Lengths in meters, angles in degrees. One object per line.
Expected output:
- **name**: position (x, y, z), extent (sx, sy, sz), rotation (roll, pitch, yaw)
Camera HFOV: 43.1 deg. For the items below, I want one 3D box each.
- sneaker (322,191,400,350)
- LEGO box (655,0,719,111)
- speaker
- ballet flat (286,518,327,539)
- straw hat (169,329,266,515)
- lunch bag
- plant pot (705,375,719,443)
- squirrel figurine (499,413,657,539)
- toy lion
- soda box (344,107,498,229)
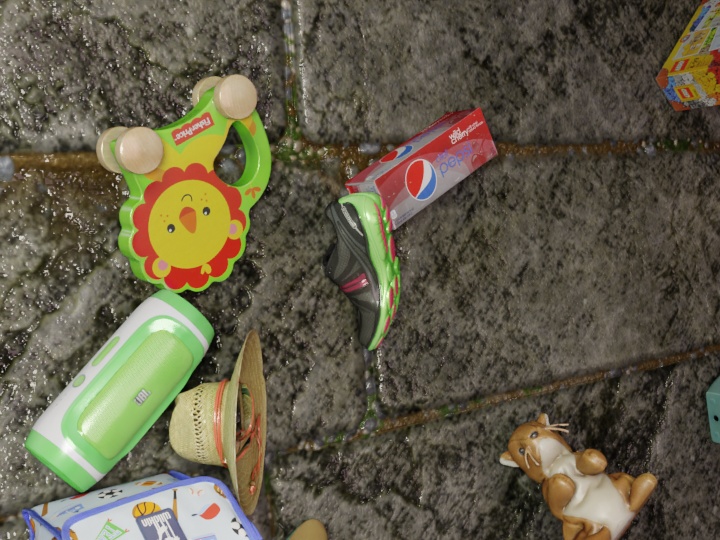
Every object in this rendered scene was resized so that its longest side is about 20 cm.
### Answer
- **sneaker**: position (0.000, 0.000, 1.083), extent (0.077, 0.083, 0.201), rotation (-53, 141, -59)
- **LEGO box**: position (0.586, -0.356, 1.444), extent (0.077, 0.149, 0.200), rotation (46, 65, -26)
- **speaker**: position (-0.235, 0.116, 0.901), extent (0.089, 0.088, 0.200), rotation (50, 64, -25)
- **ballet flat**: position (-0.082, 0.380, 1.029), extent (0.069, 0.063, 0.201), rotation (42, 68, -29)
- **straw hat**: position (-0.153, 0.160, 0.947), extent (0.084, 0.201, 0.203), rotation (1, 90, 3)
- **lunch bag**: position (-0.206, 0.265, 0.854), extent (0.169, 0.200, 0.125), rotation (-9, 96, -34)
- **plant pot**: position (0.691, 0.227, 1.542), extent (0.199, 0.141, 0.142), rotation (-15, 99, -27)
- **squirrel figurine**: position (0.282, 0.290, 1.241), extent (0.142, 0.186, 0.200), rotation (-48, 155, -7)
- **toy lion**: position (-0.173, -0.083, 0.962), extent (0.200, 0.068, 0.193), rotation (-37, 118, -30)
- **soda box**: position (0.078, -0.128, 1.135), extent (0.200, 0.063, 0.070), rotation (-37, 112, -30)
